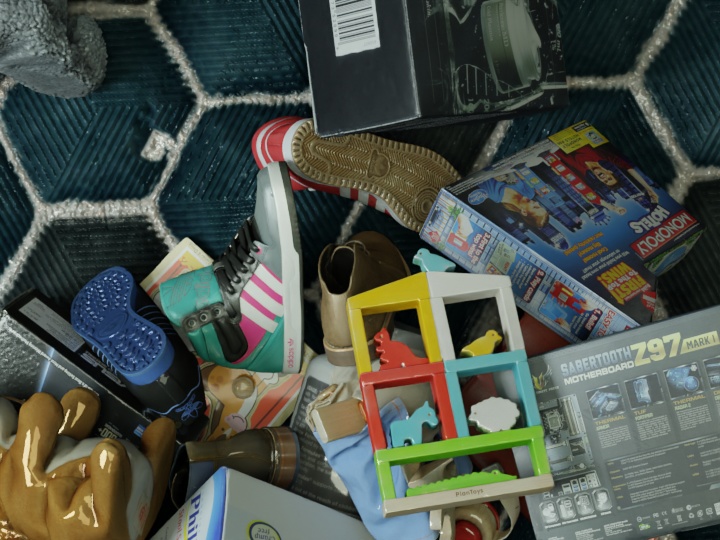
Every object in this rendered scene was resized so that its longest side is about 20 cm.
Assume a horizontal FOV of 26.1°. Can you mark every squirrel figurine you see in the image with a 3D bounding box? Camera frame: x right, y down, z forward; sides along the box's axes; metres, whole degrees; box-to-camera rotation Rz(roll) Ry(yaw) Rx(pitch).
[{"bbox_3d":[-0.264,0.189,1.242,0.185,0.142,0.202,11,102,11],"label":"squirrel figurine"}]

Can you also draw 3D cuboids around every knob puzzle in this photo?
[{"bbox_3d":[-0.158,0.102,1.387,0.218,0.030,0.222,0,92,-1],"label":"knob puzzle"}]

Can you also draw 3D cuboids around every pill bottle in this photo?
[{"bbox_3d":[-0.005,0.140,1.349,0.112,0.113,0.201,17,92,-1],"label":"pill bottle"}]

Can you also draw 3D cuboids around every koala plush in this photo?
[{"bbox_3d":[-0.313,-0.261,1.313,0.176,0.184,0.202,-3,80,-1],"label":"koala plush"}]

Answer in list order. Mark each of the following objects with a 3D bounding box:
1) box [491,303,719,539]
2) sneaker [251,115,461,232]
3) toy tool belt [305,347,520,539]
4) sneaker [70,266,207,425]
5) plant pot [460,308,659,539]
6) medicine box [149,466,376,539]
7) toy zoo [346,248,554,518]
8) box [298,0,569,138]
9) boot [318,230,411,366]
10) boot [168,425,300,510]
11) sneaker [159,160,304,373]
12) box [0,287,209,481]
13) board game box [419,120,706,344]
[{"bbox_3d":[0.215,0.124,1.193,0.199,0.051,0.159,-18,85,18],"label":"box"},{"bbox_3d":[-0.003,-0.086,1.370,0.199,0.112,0.072,23,84,-32],"label":"sneaker"},{"bbox_3d":[0.034,0.168,1.233,0.124,0.123,0.201,-27,102,29],"label":"toy tool belt"},{"bbox_3d":[-0.187,0.066,1.313,0.070,0.200,0.078,-37,122,-4],"label":"sneaker"},{"bbox_3d":[0.183,0.136,1.320,0.195,0.201,0.201,40,91,6],"label":"plant pot"},{"bbox_3d":[-0.088,0.278,1.264,0.181,0.103,0.200,26,128,-24],"label":"medicine box"},{"bbox_3d":[0.064,0.079,1.182,0.130,0.020,0.201,-8,69,-8],"label":"toy zoo"},{"bbox_3d":[0.058,-0.220,1.285,0.123,0.196,0.202,-5,93,43],"label":"box"},{"bbox_3d":[0.000,0.000,1.300,0.073,0.200,0.076,-11,113,10],"label":"boot"},{"bbox_3d":[-0.132,0.199,1.322,0.096,0.075,0.201,3,135,-30],"label":"boot"},{"bbox_3d":[-0.110,0.002,1.314,0.120,0.084,0.201,-3,120,-7],"label":"sneaker"},{"bbox_3d":[-0.260,0.143,1.343,0.200,0.086,0.164,37,105,-2],"label":"box"},{"bbox_3d":[0.189,-0.016,1.302,0.199,0.062,0.200,-26,63,-39],"label":"board game box"}]
